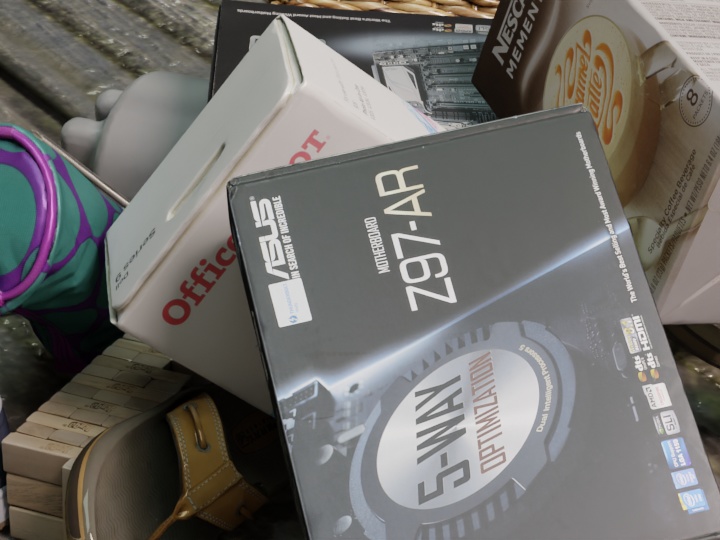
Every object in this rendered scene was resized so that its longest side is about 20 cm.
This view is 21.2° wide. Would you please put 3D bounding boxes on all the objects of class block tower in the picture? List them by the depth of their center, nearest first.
[{"bbox_3d":[-0.106,0.070,0.959,0.057,0.054,0.200,10,27,19],"label":"block tower"}]

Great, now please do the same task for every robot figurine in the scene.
[{"bbox_3d":[-0.078,-0.053,1.141,0.199,0.114,0.170,13,38,22],"label":"robot figurine"}]

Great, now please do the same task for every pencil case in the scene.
[{"bbox_3d":[-0.158,-0.006,0.954,0.084,0.093,0.200,9,-9,11],"label":"pencil case"}]

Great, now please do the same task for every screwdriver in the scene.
[{"bbox_3d":[-0.102,-0.013,1.056,0.199,0.029,0.028,34,43,0],"label":"screwdriver"}]

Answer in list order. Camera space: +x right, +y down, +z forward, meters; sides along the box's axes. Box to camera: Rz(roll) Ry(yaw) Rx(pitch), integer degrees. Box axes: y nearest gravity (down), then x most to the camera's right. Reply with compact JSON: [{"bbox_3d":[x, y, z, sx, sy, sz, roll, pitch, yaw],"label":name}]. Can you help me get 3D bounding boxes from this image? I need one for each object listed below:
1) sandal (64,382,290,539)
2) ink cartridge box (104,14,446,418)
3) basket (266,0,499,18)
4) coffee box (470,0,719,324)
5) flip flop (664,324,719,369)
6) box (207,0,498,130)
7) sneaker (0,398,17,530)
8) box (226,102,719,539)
[{"bbox_3d":[-0.065,0.093,0.882,0.054,0.082,0.200,-23,3,34],"label":"sandal"},{"bbox_3d":[0.000,0.000,0.903,0.199,0.146,0.088,31,19,-26],"label":"ink cartridge box"},{"bbox_3d":[0.040,-0.159,1.204,0.199,0.150,0.143,11,-2,-4],"label":"basket"},{"bbox_3d":[0.142,-0.080,0.931,0.079,0.115,0.200,0,37,-28],"label":"coffee box"},{"bbox_3d":[0.198,0.027,0.969,0.199,0.058,0.081,34,6,3],"label":"flip flop"},{"bbox_3d":[0.016,-0.075,1.045,0.198,0.050,0.158,4,43,-2],"label":"box"},{"bbox_3d":[-0.250,0.082,0.861,0.199,0.109,0.070,-14,30,-29],"label":"sneaker"},{"bbox_3d":[0.042,0.041,0.778,0.159,0.044,0.201,-11,64,-6],"label":"box"}]
